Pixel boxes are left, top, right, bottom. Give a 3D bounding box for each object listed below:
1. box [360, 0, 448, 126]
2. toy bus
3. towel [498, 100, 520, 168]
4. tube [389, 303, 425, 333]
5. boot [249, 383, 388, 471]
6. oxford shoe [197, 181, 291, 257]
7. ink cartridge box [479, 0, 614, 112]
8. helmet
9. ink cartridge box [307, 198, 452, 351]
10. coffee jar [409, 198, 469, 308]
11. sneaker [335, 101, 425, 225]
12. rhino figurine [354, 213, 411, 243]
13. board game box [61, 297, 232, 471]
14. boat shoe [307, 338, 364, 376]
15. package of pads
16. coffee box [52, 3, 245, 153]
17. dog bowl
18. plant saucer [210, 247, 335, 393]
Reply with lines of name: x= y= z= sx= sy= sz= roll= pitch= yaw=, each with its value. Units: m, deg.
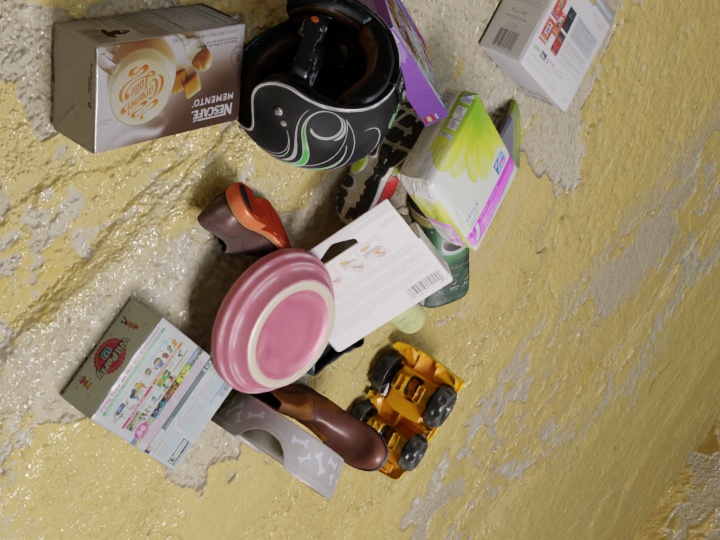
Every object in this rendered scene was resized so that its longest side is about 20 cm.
box: x=0.048 y=-0.295 z=1.510 sx=0.039 sy=0.139 sz=0.200 roll=-22 pitch=147 yaw=14
toy bus: x=0.083 y=0.232 z=1.948 sx=0.202 sy=0.135 sz=0.192 roll=-61 pitch=162 yaw=3
towel: x=0.216 y=-0.161 z=1.871 sx=0.145 sy=0.022 sz=0.201 roll=83 pitch=28 yaw=-43
tube: x=0.038 y=0.044 z=1.738 sx=0.059 sy=0.051 sz=0.200 roll=-66 pitch=150 yaw=-9
boot: x=-0.064 y=0.204 z=1.663 sx=0.069 sy=0.188 sz=0.200 roll=-48 pitch=147 yaw=2
oxford shoe: x=-0.144 y=-0.052 z=1.503 sx=0.072 sy=0.072 sz=0.200 roll=-26 pitch=154 yaw=9
ink cartridge box: x=0.293 y=-0.371 z=1.818 sx=0.178 sy=0.083 sz=0.199 roll=-61 pitch=147 yaw=0
helmet: x=-0.053 y=-0.211 z=1.366 sx=0.200 sy=0.200 sz=0.191 roll=-42 pitch=179 yaw=-25
ink cartridge box: x=0.000 y=0.000 z=1.614 sx=0.198 sy=0.045 sz=0.177 roll=-32 pitch=125 yaw=13
coffee jar: x=0.122 y=-0.049 z=1.816 sx=0.103 sy=0.085 sz=0.203 roll=-18 pitch=129 yaw=-29
sneaker: x=0.034 y=-0.150 z=1.661 sx=0.201 sy=0.077 sz=0.085 roll=-53 pitch=161 yaw=-1
rhino figurine: x=0.038 y=-0.046 z=1.675 sx=0.087 sy=0.060 sz=0.200 roll=-32 pitch=161 yaw=1
board game box: x=-0.259 y=0.147 z=1.476 sx=0.149 sy=0.064 sz=0.200 roll=-55 pitch=147 yaw=-11
boat shoe: x=-0.026 y=0.094 z=1.742 sx=0.198 sy=0.066 sz=0.076 roll=-29 pitch=134 yaw=-39
package of pads: x=0.139 y=-0.136 z=1.657 sx=0.156 sy=0.067 sz=0.200 roll=-60 pitch=144 yaw=-14
coffee box: x=-0.223 y=-0.208 z=1.255 sx=0.198 sy=0.079 sz=0.116 roll=-20 pitch=129 yaw=-44
dog bowl: x=-0.108 y=0.237 z=1.615 sx=0.059 sy=0.198 sz=0.200 roll=-56 pitch=146 yaw=-10
plant saucer: x=-0.102 y=0.073 z=1.525 sx=0.199 sy=0.051 sz=0.203 roll=-29 pitch=134 yaw=-35
